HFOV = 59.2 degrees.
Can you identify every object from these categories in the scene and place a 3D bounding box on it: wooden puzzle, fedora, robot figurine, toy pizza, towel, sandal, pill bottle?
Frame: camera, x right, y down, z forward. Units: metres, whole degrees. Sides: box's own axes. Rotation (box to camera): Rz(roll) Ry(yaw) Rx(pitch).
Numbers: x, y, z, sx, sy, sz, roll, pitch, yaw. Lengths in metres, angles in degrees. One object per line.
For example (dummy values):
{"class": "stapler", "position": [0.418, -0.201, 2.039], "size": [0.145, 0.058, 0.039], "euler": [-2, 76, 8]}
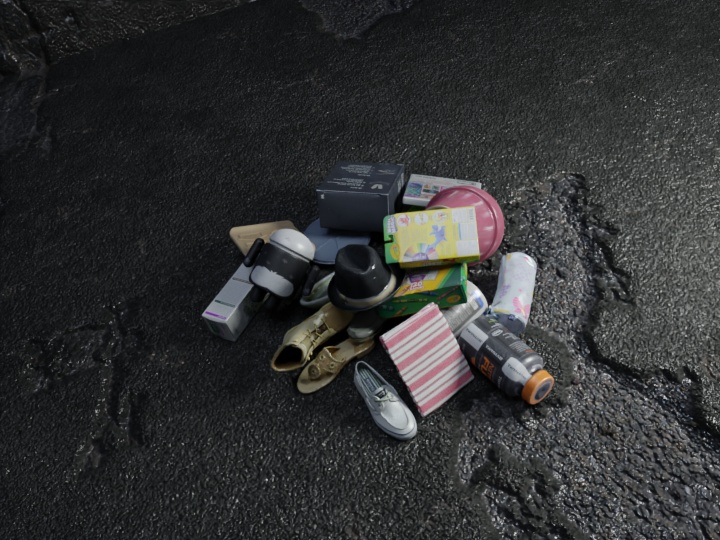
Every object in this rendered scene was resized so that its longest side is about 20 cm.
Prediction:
{"class": "wooden puzzle", "position": [-0.238, -0.069, 1.694], "size": [0.185, 0.046, 0.200], "euler": [-10, 29, -22]}
{"class": "fedora", "position": [0.000, 0.000, 1.397], "size": [0.200, 0.092, 0.201], "euler": [-17, 35, 12]}
{"class": "robot figurine", "position": [-0.194, -0.004, 1.549], "size": [0.125, 0.150, 0.201], "euler": [24, 86, 54]}
{"class": "toy pizza", "position": [-0.065, -0.084, 1.726], "size": [0.199, 0.032, 0.201], "euler": [-8, 45, 8]}
{"class": "towel", "position": [0.142, 0.186, 1.331], "size": [0.146, 0.200, 0.030], "euler": [-32, 13, -16]}
{"class": "sandal", "position": [-0.063, 0.191, 1.441], "size": [0.211, 0.070, 0.078], "euler": [-32, 48, -15]}
{"class": "pill bottle", "position": [0.305, 0.189, 1.323], "size": [0.106, 0.106, 0.200], "euler": [-34, 48, -17]}
{"class": "pill bottle", "position": [0.180, 0.117, 1.417], "size": [0.200, 0.114, 0.114], "euler": [-39, 50, -21]}

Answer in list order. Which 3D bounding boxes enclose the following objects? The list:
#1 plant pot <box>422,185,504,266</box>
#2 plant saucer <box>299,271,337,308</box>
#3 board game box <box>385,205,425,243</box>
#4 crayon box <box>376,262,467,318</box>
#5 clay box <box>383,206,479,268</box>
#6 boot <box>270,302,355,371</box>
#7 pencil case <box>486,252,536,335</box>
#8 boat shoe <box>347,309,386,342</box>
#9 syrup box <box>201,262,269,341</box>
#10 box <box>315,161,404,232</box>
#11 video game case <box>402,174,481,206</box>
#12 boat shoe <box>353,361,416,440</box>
{"class": "plant pot", "position": [0.220, -0.099, 1.506], "size": [0.199, 0.201, 0.179], "euler": [16, 17, 27]}
{"class": "plant saucer", "position": [-0.052, 0.046, 1.554], "size": [0.200, 0.050, 0.200], "euler": [-27, 13, 7]}
{"class": "board game box", "position": [0.163, -0.120, 1.688], "size": [0.101, 0.048, 0.200], "euler": [22, 56, 31]}
{"class": "crayon box", "position": [0.135, 0.032, 1.407], "size": [0.199, 0.058, 0.119], "euler": [-12, 36, 18]}
{"class": "clay box", "position": [0.152, -0.070, 1.373], "size": [0.199, 0.048, 0.115], "euler": [-5, 73, 9]}
{"class": "boot", "position": [-0.104, 0.145, 1.421], "size": [0.200, 0.073, 0.155], "euler": [-29, 10, 15]}
{"class": "pencil case", "position": [0.347, 0.052, 1.454], "size": [0.090, 0.083, 0.200], "euler": [21, 52, 5]}
{"class": "boat shoe", "position": [0.037, 0.088, 1.490], "size": [0.075, 0.069, 0.200], "euler": [22, 46, 29]}
{"class": "syrup box", "position": [-0.304, 0.074, 1.607], "size": [0.081, 0.079, 0.200], "euler": [15, 53, 27]}
{"class": "box", "position": [0.005, -0.203, 1.721], "size": [0.196, 0.118, 0.200], "euler": [6, 33, 15]}
{"class": "video game case", "position": [0.222, -0.209, 1.710], "size": [0.199, 0.024, 0.182], "euler": [9, 30, 8]}
{"class": "boat shoe", "position": [0.042, 0.273, 1.340], "size": [0.073, 0.067, 0.200], "euler": [-35, 49, -17]}
